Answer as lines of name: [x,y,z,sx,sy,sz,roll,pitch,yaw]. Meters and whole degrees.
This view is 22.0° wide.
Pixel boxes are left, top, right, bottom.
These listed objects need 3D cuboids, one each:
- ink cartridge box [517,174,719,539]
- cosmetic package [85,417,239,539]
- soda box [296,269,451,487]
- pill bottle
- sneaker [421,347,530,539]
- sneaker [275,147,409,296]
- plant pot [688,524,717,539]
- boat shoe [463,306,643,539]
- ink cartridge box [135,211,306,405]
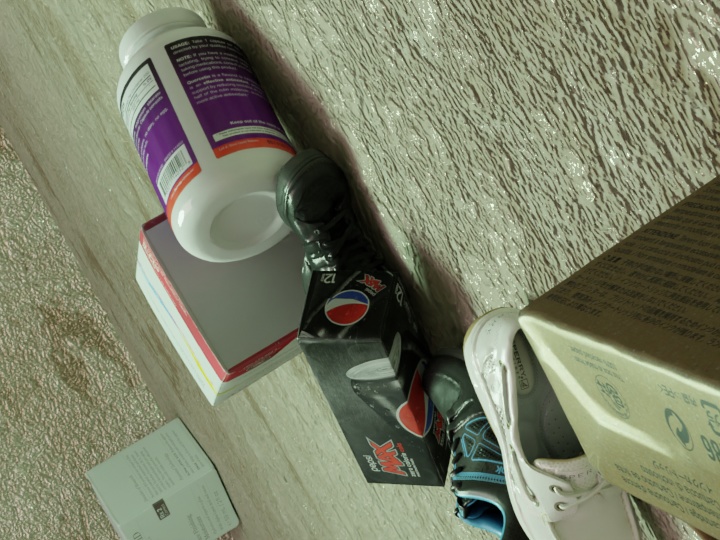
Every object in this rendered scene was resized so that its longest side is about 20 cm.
ink cartridge box: [0.164,0.014,0.564,0.076,0.164,0.200,62,168,-16]
cosmetic package: [-0.355,0.409,3.324,0.165,0.199,0.166,45,162,46]
soda box: [0.016,0.084,1.388,0.201,0.070,0.064,66,-149,-49]
pill bottle: [-0.123,-0.112,1.459,0.113,0.112,0.201,79,167,-55]
sneaker: [0.087,0.127,1.293,0.200,0.082,0.074,48,166,47]
sneaker: [-0.002,0.002,1.417,0.104,0.060,0.201,40,156,35]
plant pot: [0.205,0.095,0.699,0.201,0.093,0.201,43,174,6]
boat shoe: [0.125,0.119,1.152,0.201,0.070,0.069,62,169,-7]
ink cartridge box: [-0.097,0.010,1.587,0.145,0.145,0.200,58,166,6]
